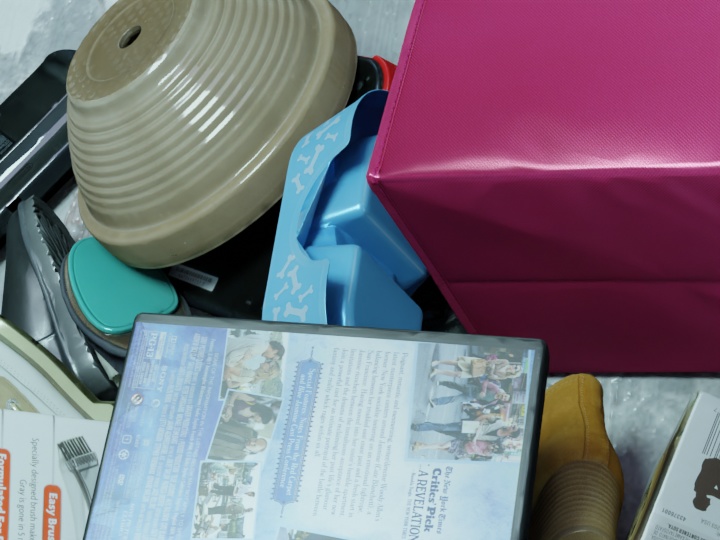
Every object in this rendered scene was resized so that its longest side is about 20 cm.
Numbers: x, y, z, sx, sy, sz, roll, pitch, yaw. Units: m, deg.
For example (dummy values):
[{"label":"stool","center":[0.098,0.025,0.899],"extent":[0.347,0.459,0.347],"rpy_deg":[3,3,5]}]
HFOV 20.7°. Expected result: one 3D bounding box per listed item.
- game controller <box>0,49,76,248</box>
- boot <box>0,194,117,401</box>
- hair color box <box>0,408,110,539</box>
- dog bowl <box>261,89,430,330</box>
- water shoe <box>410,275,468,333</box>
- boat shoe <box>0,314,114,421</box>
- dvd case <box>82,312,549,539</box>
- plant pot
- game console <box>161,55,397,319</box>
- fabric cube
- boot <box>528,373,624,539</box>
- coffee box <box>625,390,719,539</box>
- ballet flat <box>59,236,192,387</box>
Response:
[{"label":"game controller","center":[-0.241,-0.070,1.339],"extent":[0.200,0.042,0.104],"rpy_deg":[-46,36,-10]},{"label":"boot","center":[-0.259,0.061,1.232],"extent":[0.199,0.066,0.166],"rpy_deg":[-31,51,8]},{"label":"hair color box","center":[-0.205,0.120,0.894],"extent":[0.064,0.198,0.112],"rpy_deg":[135,139,-55]},{"label":"dog bowl","center":[0.000,0.000,1.033],"extent":[0.049,0.111,0.201],"rpy_deg":[-16,48,31]},{"label":"water shoe","center":[0.037,-0.026,1.135],"extent":[0.071,0.079,0.201],"rpy_deg":[-11,53,19]},{"label":"boat shoe","center":[-0.193,0.080,1.132],"extent":[0.199,0.075,0.069],"rpy_deg":[38,86,8]},{"label":"dvd case","center":[-0.021,0.090,0.879],"extent":[0.198,0.018,0.144],"rpy_deg":[3,62,13]},{"label":"plant pot","center":[-0.106,-0.108,1.159],"extent":[0.200,0.093,0.202],"rpy_deg":[-27,39,24]},{"label":"game console","center":[-0.060,-0.055,1.192],"extent":[0.199,0.031,0.178],"rpy_deg":[17,79,54]},{"label":"fabric cube","center":[0.148,-0.073,1.036],"extent":[0.198,0.200,0.198],"rpy_deg":[-2,57,27]},{"label":"boot","center":[0.070,0.157,0.998],"extent":[0.202,0.070,0.144],"rpy_deg":[-55,11,24]},{"label":"coffee box","center":[0.146,0.174,0.905],"extent":[0.079,0.113,0.201],"rpy_deg":[23,67,8]},{"label":"ballet flat","center":[-0.121,0.052,1.146],"extent":[0.073,0.073,0.200],"rpy_deg":[-43,44,-8]}]
